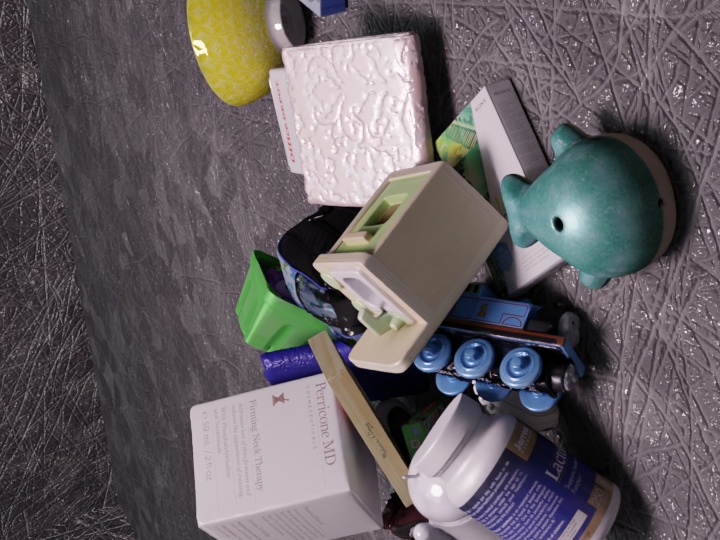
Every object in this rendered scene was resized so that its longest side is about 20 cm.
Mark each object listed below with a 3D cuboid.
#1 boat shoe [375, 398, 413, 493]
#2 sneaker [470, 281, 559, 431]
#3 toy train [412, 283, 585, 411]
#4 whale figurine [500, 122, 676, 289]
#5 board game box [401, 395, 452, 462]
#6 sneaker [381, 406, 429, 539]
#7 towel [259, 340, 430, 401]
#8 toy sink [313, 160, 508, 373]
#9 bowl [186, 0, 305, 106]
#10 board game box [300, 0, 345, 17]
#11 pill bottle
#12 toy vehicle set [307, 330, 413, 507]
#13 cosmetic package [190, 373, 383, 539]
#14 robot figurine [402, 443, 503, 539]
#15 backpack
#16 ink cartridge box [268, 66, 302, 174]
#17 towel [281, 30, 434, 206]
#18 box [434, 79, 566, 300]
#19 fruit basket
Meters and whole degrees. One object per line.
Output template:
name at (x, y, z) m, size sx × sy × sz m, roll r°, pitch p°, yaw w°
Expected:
boat shoe at (0.049, 0.253, 1.653) m, size 0.057 × 0.069 × 0.200 m, roll 49°, pitch 158°, yaw 53°
sneaker at (0.160, 0.097, 1.330) m, size 0.200 × 0.075 × 0.081 m, roll 55°, pitch 142°, yaw 34°
toy train at (0.144, 0.077, 1.250) m, size 0.200 × 0.114 × 0.087 m, roll 7°, pitch 154°, yaw 36°
whale figurine at (0.192, -0.054, 1.087) m, size 0.200 × 0.104 × 0.159 m, roll 2°, pitch 108°, yaw 54°
board game box at (0.112, 0.271, 1.492) m, size 0.029 × 0.135 × 0.200 m, roll -15°, pitch 93°, yaw 23°
sneaker at (0.059, 0.287, 1.563) m, size 0.200 × 0.115 × 0.076 m, roll 62°, pitch 164°, yaw -19°
towel at (-0.018, 0.128, 1.552) m, size 0.148 × 0.200 × 0.050 m, roll 66°, pitch -165°, yaw -52°
toy sink at (0.036, -0.007, 1.243) m, size 0.112 × 0.200 × 0.130 m, roll 42°, pitch 164°, yaw -18°
bowl at (-0.139, -0.331, 1.597) m, size 0.108 × 0.200 × 0.200 m, roll -7°, pitch 104°, yaw 22°
board game box at (-0.081, -0.454, 1.493) m, size 0.199 × 0.043 × 0.200 m, roll 47°, pitch 146°, yaw 43°
pill bottle at (0.163, 0.223, 1.243) m, size 0.200 × 0.116 × 0.116 m, roll 34°, pitch 150°, yaw 0°
toy vehicle set at (0.006, 0.177, 1.417) m, size 0.200 × 0.027 × 0.124 m, roll 60°, pitch 179°, yaw -22°
cosmetic package at (-0.094, 0.254, 1.521) m, size 0.166 × 0.200 × 0.167 m, roll 59°, pitch -162°, yaw -57°
robot figurine at (0.132, 0.259, 1.377) m, size 0.200 × 0.170 × 0.113 m, roll 40°, pitch 174°, yaw -37°
backpack at (0.000, 0.000, 1.461) m, size 0.200 × 0.183 × 0.147 m, roll 32°, pitch 147°, yaw 53°
ink cartridge box at (-0.030, -0.198, 1.509) m, size 0.200 × 0.084 × 0.146 m, roll 18°, pitch 123°, yaw 61°
towel at (0.002, -0.171, 1.370) m, size 0.191 × 0.032 × 0.200 m, roll 3°, pitch 110°, yaw 38°
box at (0.155, -0.082, 1.252) m, size 0.200 × 0.036 × 0.144 m, roll 69°, pitch 156°, yaw 12°
fruit basket at (-0.050, 0.025, 1.611) m, size 0.156 × 0.216 × 0.216 m, roll -118°, pitch 21°, yaw -58°
